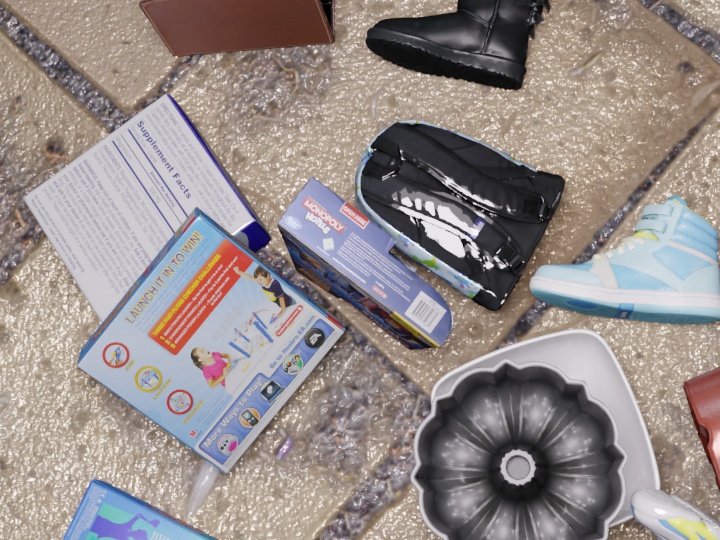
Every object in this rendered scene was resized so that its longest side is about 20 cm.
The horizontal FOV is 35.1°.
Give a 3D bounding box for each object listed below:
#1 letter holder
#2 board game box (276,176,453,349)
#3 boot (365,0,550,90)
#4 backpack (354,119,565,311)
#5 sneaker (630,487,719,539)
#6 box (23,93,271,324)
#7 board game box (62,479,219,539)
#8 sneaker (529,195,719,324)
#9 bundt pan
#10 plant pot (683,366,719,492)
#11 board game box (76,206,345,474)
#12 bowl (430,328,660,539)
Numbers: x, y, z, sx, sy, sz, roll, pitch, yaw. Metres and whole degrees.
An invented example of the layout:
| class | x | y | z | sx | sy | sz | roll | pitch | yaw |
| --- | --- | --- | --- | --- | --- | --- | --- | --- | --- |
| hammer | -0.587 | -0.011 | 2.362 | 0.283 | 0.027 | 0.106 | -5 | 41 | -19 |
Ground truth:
| class | x | y | z | sx | sy | sz | roll | pitch | yaw |
| --- | --- | --- | --- | --- | --- | --- | --- | --- | --- |
| letter holder | -0.138 | -0.325 | 1.293 | 0.199 | 0.142 | 0.101 | -3 | 76 | 8 |
| board game box | 0.000 | 0.000 | 1.186 | 0.200 | 0.200 | 0.062 | 38 | 82 | -5 |
| boot | 0.118 | -0.301 | 1.284 | 0.197 | 0.073 | 0.163 | 14 | 81 | 5 |
| backpack | 0.087 | -0.071 | 1.208 | 0.199 | 0.154 | 0.164 | 28 | 84 | -8 |
| sneaker | 0.323 | 0.288 | 1.081 | 0.199 | 0.076 | 0.105 | 29 | 94 | -13 |
| box | -0.232 | -0.056 | 1.262 | 0.200 | 0.105 | 0.184 | -36 | 75 | 0 |
| board game box | -0.227 | 0.332 | 1.199 | 0.199 | 0.045 | 0.153 | 24 | 81 | 14 |
| sneaker | 0.279 | -0.018 | 1.189 | 0.199 | 0.080 | 0.131 | 7 | 79 | 1 |
| bundt pan | 0.150 | 0.189 | 1.082 | 0.200 | 0.076 | 0.203 | -2 | 77 | 9 |
| plant pot | 0.422 | 0.147 | 1.076 | 0.194 | 0.201 | 0.202 | -20 | 74 | 12 |
| board game box | -0.154 | 0.073 | 1.183 | 0.196 | 0.056 | 0.200 | 39 | 93 | -16 |
| bowl | 0.186 | 0.175 | 1.157 | 0.199 | 0.075 | 0.201 | -19 | 75 | 5 |
